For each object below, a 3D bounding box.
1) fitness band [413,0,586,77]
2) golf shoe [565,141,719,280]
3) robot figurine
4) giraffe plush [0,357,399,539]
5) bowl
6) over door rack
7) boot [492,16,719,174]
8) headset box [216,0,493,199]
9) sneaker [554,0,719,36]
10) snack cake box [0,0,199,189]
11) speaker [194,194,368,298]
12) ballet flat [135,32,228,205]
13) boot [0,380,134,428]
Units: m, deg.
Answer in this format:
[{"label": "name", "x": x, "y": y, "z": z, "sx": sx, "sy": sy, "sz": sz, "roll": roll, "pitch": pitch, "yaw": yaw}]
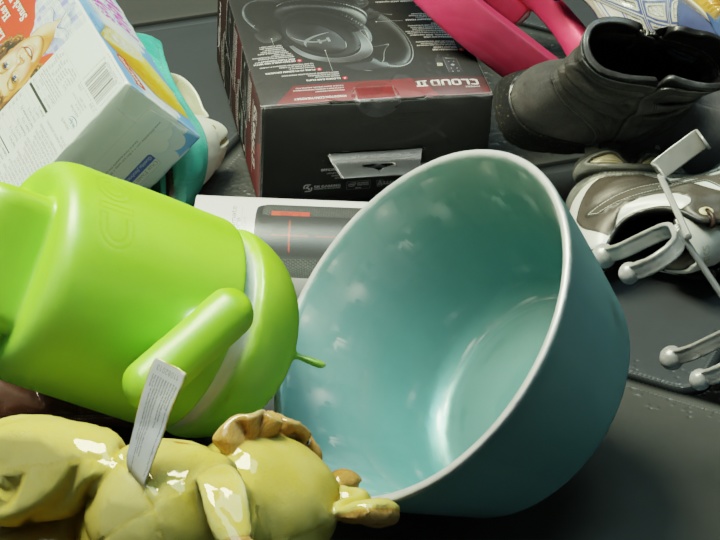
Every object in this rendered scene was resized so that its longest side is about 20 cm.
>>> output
[{"label": "fitness band", "x": 0.088, "y": -0.169, "z": 1.646, "sx": 0.200, "sy": 0.037, "sz": 0.144, "roll": 33, "pitch": 24, "yaw": -29}, {"label": "golf shoe", "x": 0.224, "y": -0.028, "z": 1.518, "sx": 0.200, "sy": 0.078, "sz": 0.095, "roll": -5, "pitch": 37, "yaw": 8}, {"label": "robot figurine", "x": -0.118, "y": 0.016, "z": 1.292, "sx": 0.200, "sy": 0.116, "sz": 0.175, "roll": 21, "pitch": -5, "yaw": -28}, {"label": "giraffe plush", "x": -0.081, "y": 0.126, "z": 1.214, "sx": 0.173, "sy": 0.200, "sz": 0.162, "roll": 46, "pitch": 24, "yaw": 26}, {"label": "bowl", "x": 0.062, "y": 0.048, "z": 1.319, "sx": 0.105, "sy": 0.201, "sz": 0.201, "roll": 32, "pitch": 17, "yaw": -36}, {"label": "over door rack", "x": 0.192, "y": 0.025, "z": 1.363, "sx": 0.067, "sy": 0.148, "sz": 0.200, "roll": -31, "pitch": 10, "yaw": 19}, {"label": "boot", "x": 0.193, "y": -0.105, "z": 1.544, "sx": 0.200, "sy": 0.132, "sz": 0.070, "roll": -1, "pitch": 77, "yaw": -31}, {"label": "headset box", "x": -0.006, "y": -0.119, "z": 1.624, "sx": 0.149, "sy": 0.077, "sz": 0.200, "roll": -5, "pitch": 36, "yaw": -11}, {"label": "sneaker", "x": 0.206, "y": -0.169, "z": 1.652, "sx": 0.075, "sy": 0.088, "sz": 0.200, "roll": -14, "pitch": 45, "yaw": -42}, {"label": "snack cake box", "x": -0.188, "y": -0.107, "z": 1.555, "sx": 0.115, "sy": 0.067, "sz": 0.200, "roll": -46, "pitch": 40, "yaw": 10}, {"label": "speaker", "x": 0.000, "y": 0.000, "z": 1.452, "sx": 0.200, "sy": 0.081, "sz": 0.081, "roll": 3, "pitch": 35, "yaw": 0}, {"label": "ballet flat", "x": -0.122, "y": -0.093, "z": 1.593, "sx": 0.070, "sy": 0.067, "sz": 0.200, "roll": 2, "pitch": 34, "yaw": -27}, {"label": "boot", "x": -0.199, "y": 0.029, "z": 1.416, "sx": 0.200, "sy": 0.064, "sz": 0.186, "roll": -8, "pitch": 38, "yaw": -8}]
